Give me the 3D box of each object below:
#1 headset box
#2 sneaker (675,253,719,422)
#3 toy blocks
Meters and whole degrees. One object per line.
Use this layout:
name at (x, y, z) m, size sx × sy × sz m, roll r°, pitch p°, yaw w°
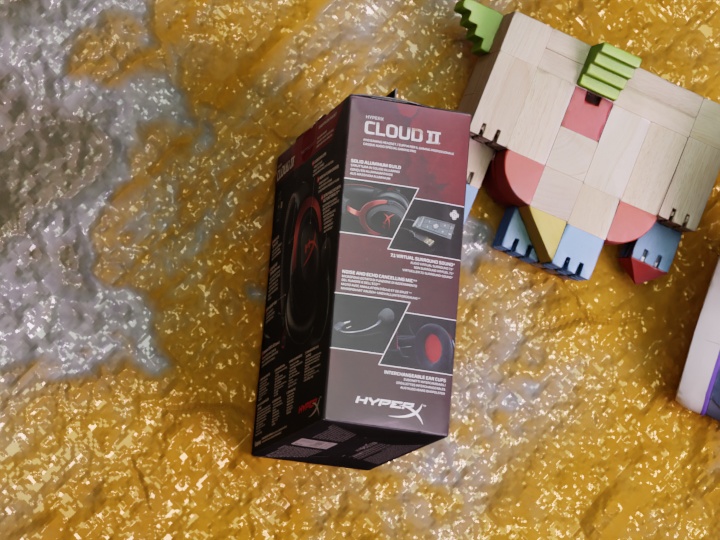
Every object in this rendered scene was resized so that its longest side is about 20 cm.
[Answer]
headset box at (0.000, 0.000, 1.534) m, size 0.075 × 0.149 × 0.201 m, roll 8°, pitch 76°, yaw -16°
sneaker at (0.276, 0.018, 1.598) m, size 0.146 × 0.081 × 0.201 m, roll 19°, pitch 116°, yaw 6°
toy blocks at (0.126, -0.057, 1.624) m, size 0.199 × 0.100 × 0.137 m, roll 23°, pitch 85°, yaw -11°
